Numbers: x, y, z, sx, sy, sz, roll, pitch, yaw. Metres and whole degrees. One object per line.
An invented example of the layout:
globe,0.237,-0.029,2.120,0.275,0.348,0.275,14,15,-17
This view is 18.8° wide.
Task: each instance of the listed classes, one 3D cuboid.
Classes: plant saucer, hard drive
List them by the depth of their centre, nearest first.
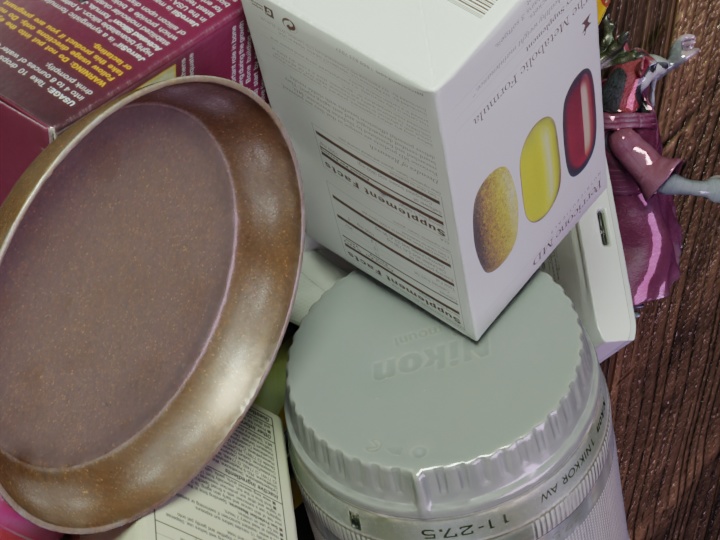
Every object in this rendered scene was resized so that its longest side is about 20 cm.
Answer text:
plant saucer,-0.098,0.011,0.908,0.200,0.034,0.201,-33,134,-43
hard drive,0.106,0.005,1.297,0.027,0.132,0.200,-4,164,-18

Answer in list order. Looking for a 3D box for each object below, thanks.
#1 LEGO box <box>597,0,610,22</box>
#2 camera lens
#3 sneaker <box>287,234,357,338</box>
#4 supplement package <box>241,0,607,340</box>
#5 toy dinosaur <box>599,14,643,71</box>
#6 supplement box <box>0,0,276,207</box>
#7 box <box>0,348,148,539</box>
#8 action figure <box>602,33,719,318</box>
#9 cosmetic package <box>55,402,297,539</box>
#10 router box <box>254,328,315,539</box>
LEGO box,0.043,-0.126,1.174,0.200,0.077,0.149,-1,121,-59
camera lens,0.051,0.106,1.094,0.160,0.160,0.200,-43,141,-26
sneaker,0.000,0.000,1.139,0.199,0.074,0.087,2,101,-30
supplement package,0.035,-0.081,0.979,0.114,0.109,0.200,-48,153,-20
toy dinosaur,0.097,-0.115,1.141,0.088,0.047,0.200,-38,152,-4
supplement box,-0.093,-0.086,0.975,0.200,0.086,0.111,-38,148,-35
box,-0.199,0.054,0.921,0.103,0.095,0.200,-56,147,2
action figure,0.173,-0.076,1.470,0.148,0.134,0.200,-10,130,2
cosmetic package,-0.089,0.143,0.995,0.103,0.200,0.087,31,120,-30
router box,-0.074,0.089,1.159,0.200,0.052,0.157,-44,118,-25
